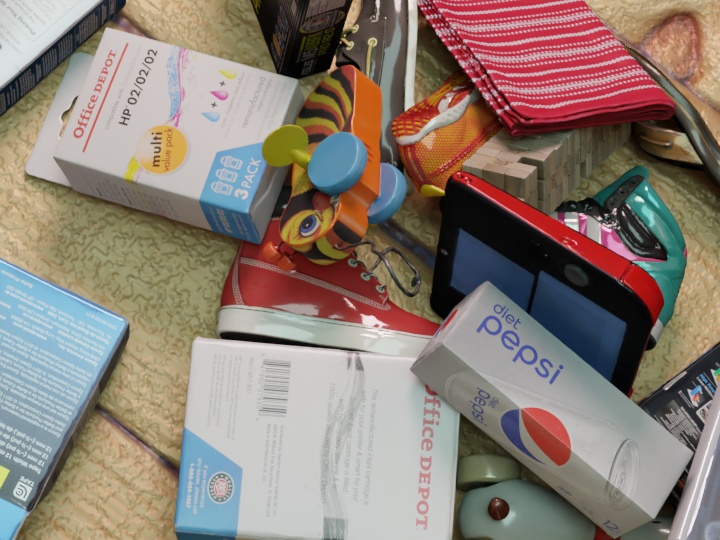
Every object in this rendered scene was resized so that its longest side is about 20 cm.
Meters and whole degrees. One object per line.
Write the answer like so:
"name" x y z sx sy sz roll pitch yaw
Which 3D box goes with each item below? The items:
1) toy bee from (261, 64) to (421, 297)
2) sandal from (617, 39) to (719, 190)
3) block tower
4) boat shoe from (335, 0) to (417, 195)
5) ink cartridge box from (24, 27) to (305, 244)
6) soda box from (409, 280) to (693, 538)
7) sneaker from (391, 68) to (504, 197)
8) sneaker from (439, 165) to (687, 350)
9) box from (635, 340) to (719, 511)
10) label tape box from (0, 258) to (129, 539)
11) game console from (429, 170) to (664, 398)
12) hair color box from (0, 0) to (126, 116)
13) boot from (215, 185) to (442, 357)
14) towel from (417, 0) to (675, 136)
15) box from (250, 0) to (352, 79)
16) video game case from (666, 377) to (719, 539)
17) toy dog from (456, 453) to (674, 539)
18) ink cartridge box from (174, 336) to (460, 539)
"toy bee" -0.029 -0.054 1.560 0.109 0.200 0.131 -28 119 24
"sandal" 0.254 -0.099 1.699 0.055 0.082 0.200 -37 90 8
"block tower" 0.145 -0.093 1.627 0.058 0.054 0.200 15 37 27
"boat shoe" 0.011 -0.159 1.673 0.061 0.072 0.201 0 78 -11
"ink cartridge box" -0.154 -0.108 1.618 0.200 0.068 0.115 16 73 12
"soda box" 0.138 0.102 1.541 0.200 0.063 0.068 40 60 -4
"sneaker" 0.094 -0.116 1.660 0.200 0.073 0.077 -36 114 -40
"sneaker" 0.171 -0.039 1.658 0.200 0.084 0.121 33 71 5
"box" 0.310 0.151 1.623 0.159 0.046 0.200 -33 82 -33
"label tape box" -0.278 0.098 1.576 0.143 0.066 0.200 26 77 0
"game console" 0.131 0.023 1.564 0.177 0.200 0.031 29 63 13
"hair color box" -0.285 -0.185 1.648 0.100 0.061 0.200 45 75 5
"boot" 0.000 0.000 1.635 0.200 0.072 0.144 12 73 -1
"towel" 0.139 -0.172 1.651 0.145 0.022 0.200 -7 42 -24
"box" -0.059 -0.249 1.621 0.044 0.200 0.160 -19 80 -11
"video game case" 0.332 0.164 1.585 0.182 0.023 0.200 30 58 -9
"toy dog" 0.155 0.185 1.592 0.200 0.096 0.132 -13 78 -10
"ink cartridge box" -0.031 0.136 1.580 0.200 0.084 0.145 5 73 -1
